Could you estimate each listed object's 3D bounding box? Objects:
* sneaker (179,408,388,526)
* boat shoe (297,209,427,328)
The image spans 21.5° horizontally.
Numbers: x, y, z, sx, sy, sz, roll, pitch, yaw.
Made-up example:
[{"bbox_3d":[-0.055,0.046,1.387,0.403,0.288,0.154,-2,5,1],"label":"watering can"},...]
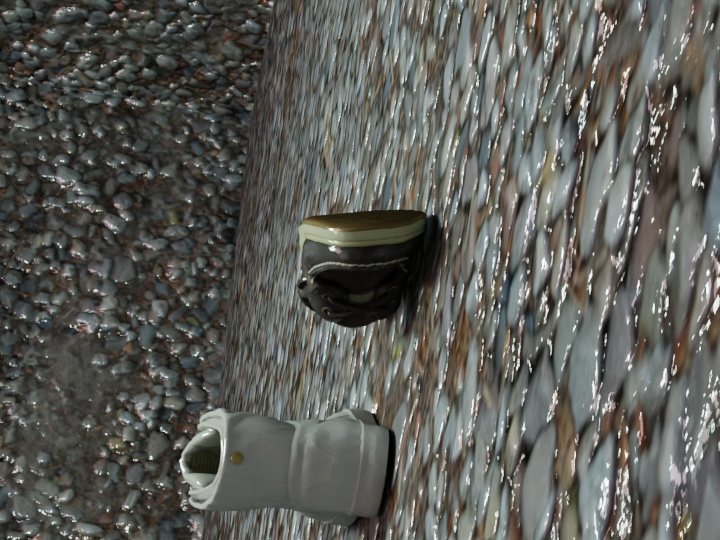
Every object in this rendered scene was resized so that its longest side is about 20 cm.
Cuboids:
[{"bbox_3d":[-0.051,0.112,1.134,0.200,0.114,0.075,126,150,-79],"label":"sneaker"},{"bbox_3d":[0.000,0.000,1.081,0.200,0.072,0.066,167,101,-87],"label":"boat shoe"}]
